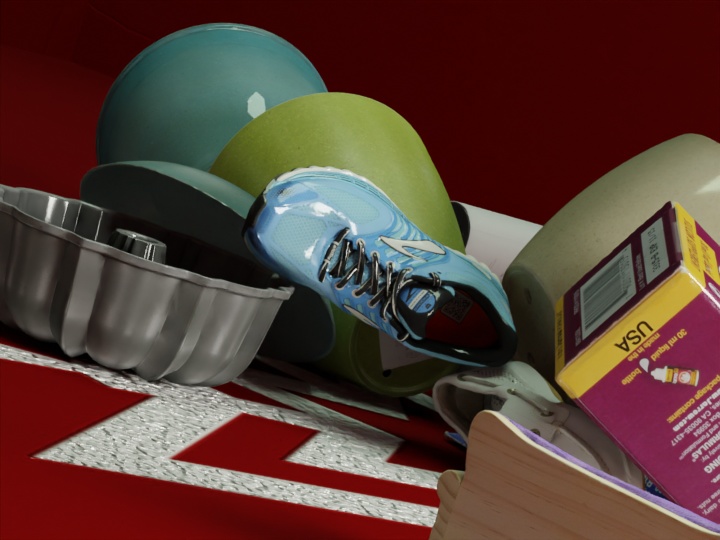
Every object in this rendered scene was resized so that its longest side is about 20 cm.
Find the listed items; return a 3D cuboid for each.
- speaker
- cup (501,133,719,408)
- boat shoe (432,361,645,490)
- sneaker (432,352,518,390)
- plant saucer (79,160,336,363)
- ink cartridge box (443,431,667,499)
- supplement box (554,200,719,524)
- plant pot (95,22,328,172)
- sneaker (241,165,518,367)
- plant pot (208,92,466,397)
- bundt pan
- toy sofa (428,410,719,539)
[{"bbox_3d":[0.172,-0.020,2.860,0.199,0.082,0.081,14,7,-36],"label":"speaker"},{"bbox_3d":[0.175,0.025,1.626,0.142,0.202,0.200,-15,18,-19],"label":"cup"},{"bbox_3d":[0.102,0.110,1.505,0.069,0.071,0.200,0,15,-25],"label":"boat shoe"},{"bbox_3d":[0.115,0.073,1.755,0.098,0.071,0.200,15,-5,-7],"label":"sneaker"},{"bbox_3d":[-0.093,-0.016,1.665,0.200,0.039,0.201,28,-24,14],"label":"plant saucer"},{"bbox_3d":[0.186,0.135,1.626,0.199,0.041,0.199,15,7,-34],"label":"ink cartridge box"},{"bbox_3d":[0.213,0.078,1.456,0.200,0.103,0.131,45,15,-11],"label":"supplement box"},{"bbox_3d":[-0.098,-0.066,1.972,0.199,0.201,0.188,16,21,-21],"label":"plant pot"},{"bbox_3d":[0.021,0.001,1.542,0.199,0.079,0.090,25,10,-23],"label":"sneaker"},{"bbox_3d":[0.000,0.000,1.761,0.186,0.188,0.200,15,20,-28],"label":"plant pot"},{"bbox_3d":[-0.144,0.015,1.532,0.200,0.076,0.202,18,6,-2],"label":"bundt pan"},{"bbox_3d":[0.126,0.139,1.119,0.199,0.098,0.083,23,7,42],"label":"toy sofa"}]
